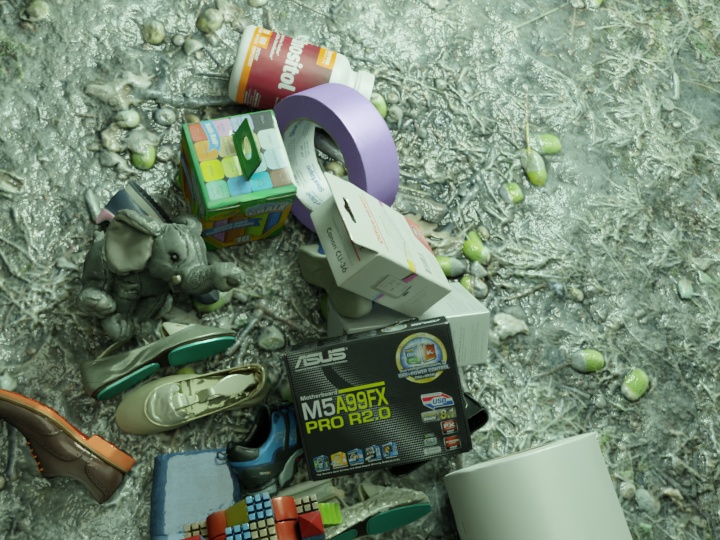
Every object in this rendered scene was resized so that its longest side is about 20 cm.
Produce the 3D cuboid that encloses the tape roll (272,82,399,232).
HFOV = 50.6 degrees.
[{"bbox_3d":[-0.041,-0.149,1.040,0.066,0.200,0.200,-30,80,-38],"label":"tape roll"}]

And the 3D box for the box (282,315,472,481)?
[{"bbox_3d":[0.021,0.152,0.909,0.199,0.044,0.161,-10,97,1],"label":"box"}]

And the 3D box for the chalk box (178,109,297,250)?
[{"bbox_3d":[-0.164,-0.124,1.006,0.124,0.200,0.125,-14,75,-18],"label":"chalk box"}]

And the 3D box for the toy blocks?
[{"bbox_3d":[-0.116,0.290,0.840,0.199,0.137,0.100,-11,61,-8],"label":"toy blocks"}]

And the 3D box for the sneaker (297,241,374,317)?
[{"bbox_3d":[0.000,-0.001,1.019,0.111,0.200,0.077,-16,109,-20],"label":"sneaker"}]

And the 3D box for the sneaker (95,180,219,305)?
[{"bbox_3d":[-0.272,-0.020,1.026,0.082,0.070,0.200,-39,84,-1],"label":"sneaker"}]

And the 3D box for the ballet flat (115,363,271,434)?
[{"bbox_3d":[-0.210,0.159,0.968,0.199,0.069,0.070,-14,75,-18],"label":"ballet flat"}]

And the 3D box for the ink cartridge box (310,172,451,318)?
[{"bbox_3d":[0.014,-0.027,0.917,0.200,0.067,0.117,26,32,-48],"label":"ink cartridge box"}]

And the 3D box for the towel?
[{"bbox_3d":[-0.198,0.321,0.925,0.111,0.049,0.201,1,72,-14],"label":"towel"}]

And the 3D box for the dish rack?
[{"bbox_3d":[0.058,0.158,0.972,0.153,0.055,0.200,-33,123,1],"label":"dish rack"}]

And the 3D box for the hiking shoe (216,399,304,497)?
[{"bbox_3d":[-0.084,0.192,0.961,0.200,0.074,0.087,-46,116,-35],"label":"hiking shoe"}]

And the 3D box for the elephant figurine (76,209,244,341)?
[{"bbox_3d":[-0.239,-0.016,0.920,0.155,0.200,0.142,44,27,-16],"label":"elephant figurine"}]

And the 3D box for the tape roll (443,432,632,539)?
[{"bbox_3d":[0.219,0.297,0.955,0.202,0.203,0.140,-11,74,-17],"label":"tape roll"}]

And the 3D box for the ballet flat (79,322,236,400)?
[{"bbox_3d":[-0.260,0.100,0.978,0.199,0.067,0.064,-22,70,-20],"label":"ballet flat"}]

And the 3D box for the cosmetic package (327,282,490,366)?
[{"bbox_3d":[0.062,0.079,1.030,0.199,0.113,0.081,-6,112,-13],"label":"cosmetic package"}]

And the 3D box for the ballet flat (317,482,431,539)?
[{"bbox_3d":[-0.008,0.302,0.952,0.199,0.072,0.072,-15,76,-19],"label":"ballet flat"}]

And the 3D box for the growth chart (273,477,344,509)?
[{"bbox_3d":[-0.067,0.365,0.959,0.144,0.018,0.201,-10,74,-17],"label":"growth chart"}]

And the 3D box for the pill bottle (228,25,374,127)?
[{"bbox_3d":[-0.086,-0.278,1.126,0.199,0.113,0.113,15,68,-9],"label":"pill bottle"}]

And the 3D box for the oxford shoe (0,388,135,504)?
[{"bbox_3d":[-0.373,0.207,0.911,0.200,0.071,0.073,31,72,-2],"label":"oxford shoe"}]
